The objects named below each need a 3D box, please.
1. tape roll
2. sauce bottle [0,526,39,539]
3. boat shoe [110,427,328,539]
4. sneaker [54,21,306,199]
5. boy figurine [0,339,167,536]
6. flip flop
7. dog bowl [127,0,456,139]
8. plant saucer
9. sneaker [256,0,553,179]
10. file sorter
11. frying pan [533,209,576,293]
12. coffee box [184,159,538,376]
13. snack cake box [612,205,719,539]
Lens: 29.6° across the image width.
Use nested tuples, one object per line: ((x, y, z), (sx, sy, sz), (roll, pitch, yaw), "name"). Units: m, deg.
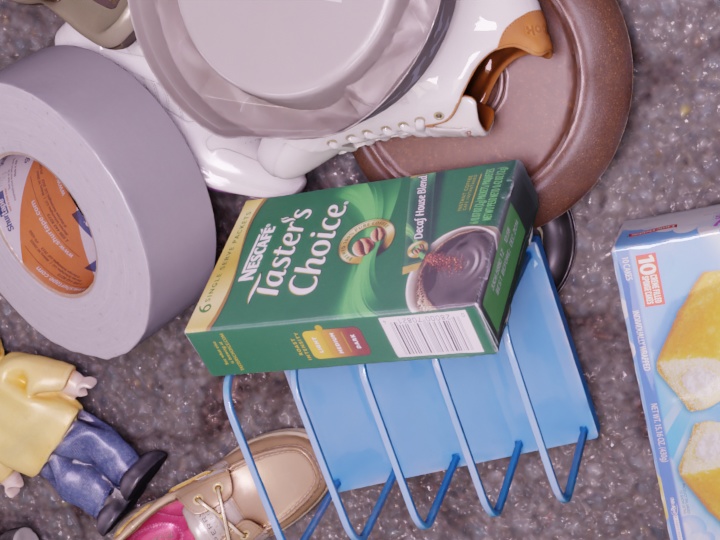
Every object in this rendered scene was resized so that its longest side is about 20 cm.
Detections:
((-0.190, -0.044, 0.910), (0.198, 0.066, 0.203), (23, 131, 30), "tape roll")
((-0.345, 0.242, 1.087), (0.197, 0.065, 0.066), (-13, 102, 20), "sauce bottle")
((-0.106, 0.182, 0.990), (0.199, 0.069, 0.074), (-32, 94, 21), "boat shoe")
((-0.110, -0.125, 0.898), (0.199, 0.075, 0.100), (38, 114, 3), "sneaker")
((-0.248, 0.114, 1.019), (0.199, 0.064, 0.125), (35, 113, 6), "boy figurine")
((-0.206, -0.202, 0.883), (0.199, 0.057, 0.082), (36, 106, 37), "flip flop")
((-0.034, -0.168, 0.761), (0.197, 0.058, 0.204), (2, 96, 25), "dog bowl")
((0.069, -0.119, 0.850), (0.197, 0.034, 0.204), (3, 98, 22), "plant saucer")
((0.025, -0.099, 0.812), (0.199, 0.073, 0.085), (-35, 81, 22), "sneaker")
((0.033, 0.086, 0.864), (0.197, 0.123, 0.141), (-15, 106, 21), "file sorter")
((0.053, -0.005, 0.911), (0.188, 0.031, 0.116), (-24, 96, 19), "frying pan")
((0.000, 0.000, 0.819), (0.197, 0.124, 0.044), (-6, 133, 30), "coffee box")
((0.233, 0.063, 0.843), (0.113, 0.067, 0.203), (-10, 103, 20), "snack cake box")
